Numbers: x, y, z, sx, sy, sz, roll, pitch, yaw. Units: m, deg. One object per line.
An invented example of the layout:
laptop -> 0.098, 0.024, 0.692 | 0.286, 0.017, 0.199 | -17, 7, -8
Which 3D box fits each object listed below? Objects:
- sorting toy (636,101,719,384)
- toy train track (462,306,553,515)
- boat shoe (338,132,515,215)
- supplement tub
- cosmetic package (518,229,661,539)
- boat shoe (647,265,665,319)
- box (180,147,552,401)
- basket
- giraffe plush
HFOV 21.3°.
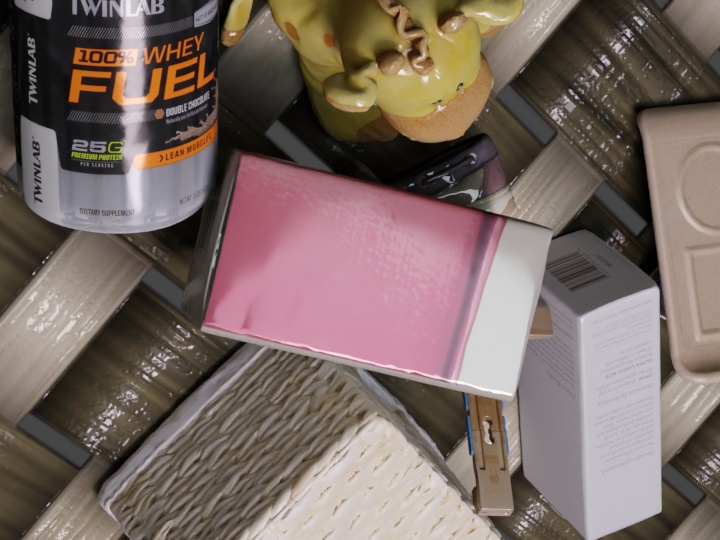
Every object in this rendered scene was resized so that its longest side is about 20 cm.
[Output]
sorting toy -> 0.290, -0.026, 1.404 | 0.183, 0.036, 0.202 | -7, 85, -25
toy train track -> 0.079, 0.078, 1.314 | 0.113, 0.202, 0.033 | 2, 148, -13
boat shoe -> 0.004, -0.042, 1.273 | 0.198, 0.072, 0.066 | -15, 98, -7
supplement tub -> -0.142, -0.134, 1.106 | 0.121, 0.123, 0.202 | -11, 120, -23
cosmetic package -> 0.167, 0.085, 1.407 | 0.073, 0.102, 0.202 | -19, 124, -19
boat shoe -> 0.301, 0.027, 1.463 | 0.198, 0.072, 0.073 | 19, 86, -24
box -> 0.000, 0.000, 1.176 | 0.198, 0.128, 0.110 | 13, 92, -12
basket -> -0.032, 0.172, 1.309 | 0.200, 0.161, 0.198 | -45, 127, -2
giraffe plush -> 0.026, -0.146, 1.165 | 0.199, 0.162, 0.173 | 28, 101, -37
